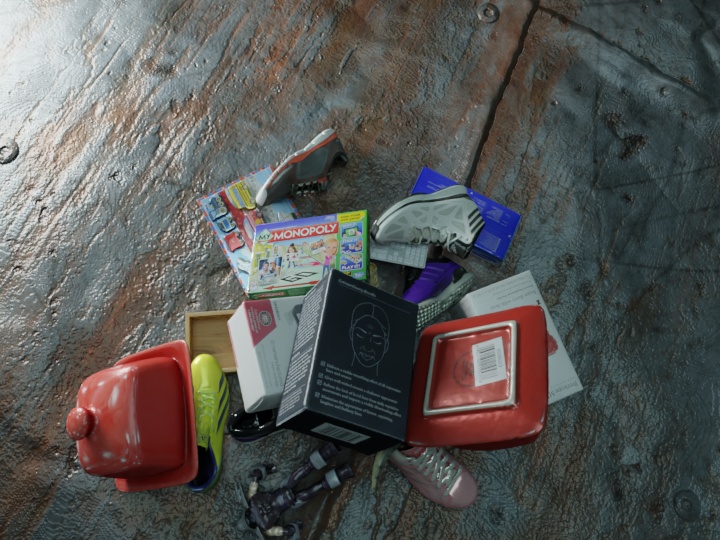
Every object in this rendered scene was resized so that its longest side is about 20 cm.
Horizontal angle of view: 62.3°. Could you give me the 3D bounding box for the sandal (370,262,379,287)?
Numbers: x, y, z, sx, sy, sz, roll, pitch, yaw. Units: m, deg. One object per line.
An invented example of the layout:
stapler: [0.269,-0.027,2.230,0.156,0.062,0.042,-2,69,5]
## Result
sandal: [-0.006,0.000,1.009,0.076,0.070,0.216,-1,74,-6]

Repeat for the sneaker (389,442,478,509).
sneaker: [0.104,0.296,0.917,0.199,0.105,0.076,37,70,5]

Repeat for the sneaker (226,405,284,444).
sneaker: [-0.112,0.214,0.927,0.197,0.088,0.077,-25,77,-12]

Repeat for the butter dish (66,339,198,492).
butter dish: [-0.341,0.212,0.843,0.197,0.147,0.204,-19,72,32]

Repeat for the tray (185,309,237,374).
tray: [-0.184,0.116,0.977,0.195,0.037,0.101,-3,74,-7]

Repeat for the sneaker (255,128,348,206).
sneaker: [-0.094,-0.166,1.044,0.200,0.077,0.082,-43,98,-21]

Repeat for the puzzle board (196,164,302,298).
puzzle board: [-0.176,-0.074,1.043,0.149,0.017,0.202,-28,79,-12]

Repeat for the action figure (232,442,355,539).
action figure: [-0.106,0.340,0.906,0.198,0.069,0.132,-30,86,-9]

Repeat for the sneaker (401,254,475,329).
sneaker: [0.098,0.029,0.993,0.198,0.070,0.100,-25,61,-41]

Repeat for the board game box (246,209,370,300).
board game box: [-0.082,-0.025,0.966,0.196,0.029,0.137,-7,57,11]

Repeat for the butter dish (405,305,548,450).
butter dish: [0.181,0.175,0.833,0.196,0.148,0.202,-16,40,30]

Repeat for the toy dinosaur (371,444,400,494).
toy dinosaur: [0.052,0.218,0.874,0.087,0.048,0.200,33,57,23]

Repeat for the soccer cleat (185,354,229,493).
soccer cleat: [-0.235,0.231,0.899,0.063,0.084,0.205,1,85,-5]

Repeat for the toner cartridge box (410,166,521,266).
toner cartridge box: [0.179,-0.097,1.069,0.197,0.043,0.096,28,74,3]

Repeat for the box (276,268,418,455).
box: [-0.014,0.127,0.820,0.146,0.107,0.203,23,57,-19]

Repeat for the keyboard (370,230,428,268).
keyboard: [0.015,-0.044,1.002,0.196,0.011,0.057,11,51,6]

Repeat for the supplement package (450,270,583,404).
supplement package: [0.248,0.125,0.971,0.119,0.120,0.203,-19,77,-11]

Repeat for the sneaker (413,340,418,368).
sneaker: [0.122,0.168,0.983,0.082,0.075,0.201,-37,85,-30]

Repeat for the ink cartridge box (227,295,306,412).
ink cartridge box: [-0.085,0.119,0.905,0.197,0.085,0.148,-3,65,-34]

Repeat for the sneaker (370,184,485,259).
sneaker: [0.120,-0.066,0.970,0.197,0.076,0.116,-21,60,-21]
